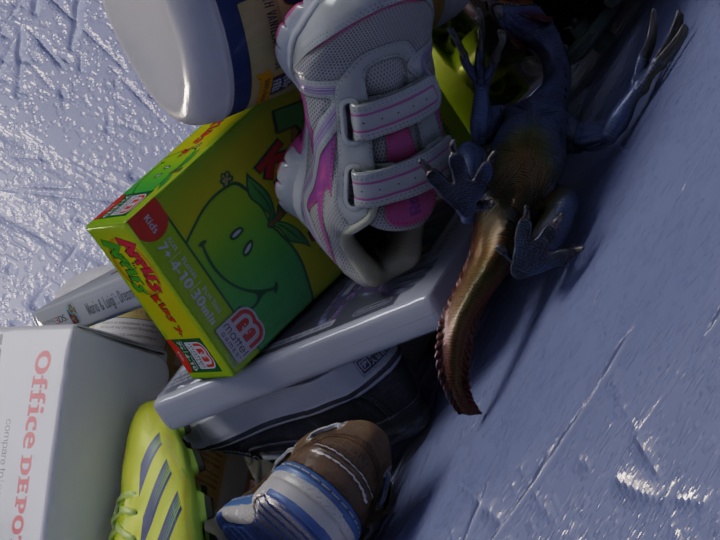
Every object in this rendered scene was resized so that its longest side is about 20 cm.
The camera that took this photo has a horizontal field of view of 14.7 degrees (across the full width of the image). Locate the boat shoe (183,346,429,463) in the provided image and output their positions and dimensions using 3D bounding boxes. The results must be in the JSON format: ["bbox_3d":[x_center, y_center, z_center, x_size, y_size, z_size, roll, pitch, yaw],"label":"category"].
[{"bbox_3d":[-0.030,0.081,1.523,0.072,0.068,0.200,-43,12,-35],"label":"boat shoe"}]

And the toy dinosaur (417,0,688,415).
[{"bbox_3d":[0.069,-0.061,1.383,0.201,0.105,0.182,-60,4,20],"label":"toy dinosaur"}]

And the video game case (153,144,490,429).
[{"bbox_3d":[0.000,0.000,1.497,0.199,0.023,0.182,-23,20,37],"label":"video game case"}]

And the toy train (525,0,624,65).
[{"bbox_3d":[0.139,-0.197,1.516,0.114,0.085,0.200,-54,2,-42],"label":"toy train"}]

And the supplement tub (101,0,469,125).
[{"bbox_3d":[-0.027,-0.173,1.418,0.199,0.145,0.144,-25,-2,-16],"label":"supplement tub"}]

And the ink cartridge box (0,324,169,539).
[{"bbox_3d":[-0.215,0.111,1.593,0.199,0.084,0.146,-4,74,38],"label":"ink cartridge box"}]

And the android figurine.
[{"bbox_3d":[0.026,-0.120,1.592,0.041,0.182,0.200,-41,-2,-25],"label":"android figurine"}]

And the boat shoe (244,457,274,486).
[{"bbox_3d":[-0.043,0.101,1.635,0.074,0.065,0.200,-56,8,24],"label":"boat shoe"}]

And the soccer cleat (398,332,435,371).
[{"bbox_3d":[0.025,-0.001,1.608,0.086,0.070,0.200,-45,18,25],"label":"soccer cleat"}]

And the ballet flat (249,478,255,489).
[{"bbox_3d":[-0.073,0.125,1.787,0.071,0.069,0.201,-14,43,52],"label":"ballet flat"}]

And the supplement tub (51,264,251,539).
[{"bbox_3d":[-0.136,0.113,1.693,0.145,0.144,0.201,133,152,-58],"label":"supplement tub"}]

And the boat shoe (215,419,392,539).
[{"bbox_3d":[-0.019,0.122,1.434,0.072,0.072,0.200,-45,1,-17],"label":"boat shoe"}]

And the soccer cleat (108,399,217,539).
[{"bbox_3d":[-0.116,0.167,1.504,0.065,0.083,0.202,94,169,-73],"label":"soccer cleat"}]

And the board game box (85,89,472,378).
[{"bbox_3d":[-0.039,-0.046,1.481,0.200,0.102,0.048,-44,19,-27],"label":"board game box"}]

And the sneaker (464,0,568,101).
[{"bbox_3d":[0.104,-0.159,1.695,0.201,0.074,0.082,-57,-9,-25],"label":"sneaker"}]

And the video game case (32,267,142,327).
[{"bbox_3d":[-0.071,-0.023,1.596,0.199,0.024,0.182,-30,6,-30],"label":"video game case"}]

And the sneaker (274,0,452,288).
[{"bbox_3d":[0.011,-0.069,1.369,0.081,0.088,0.201,-23,-34,-18],"label":"sneaker"}]
